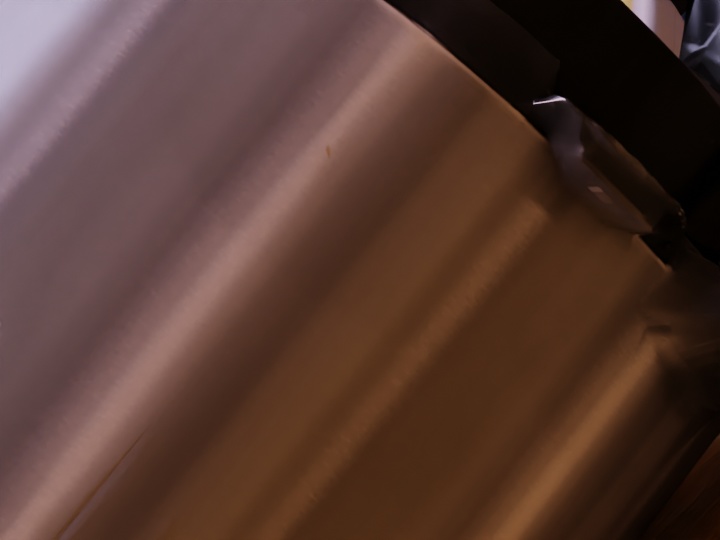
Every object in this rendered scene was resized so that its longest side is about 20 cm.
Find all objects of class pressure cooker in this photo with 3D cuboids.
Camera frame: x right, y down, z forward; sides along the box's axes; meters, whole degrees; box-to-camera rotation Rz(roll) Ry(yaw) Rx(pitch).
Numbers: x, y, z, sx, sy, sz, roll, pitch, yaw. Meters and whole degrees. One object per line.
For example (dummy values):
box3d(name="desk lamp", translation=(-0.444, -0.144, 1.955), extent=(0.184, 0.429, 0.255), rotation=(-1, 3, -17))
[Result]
box3d(name="pressure cooker", translation=(-0.016, 0.001, 0.546), extent=(0.200, 0.176, 0.179), rotation=(-52, 8, -10))

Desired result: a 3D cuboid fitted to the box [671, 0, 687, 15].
box3d(name="box", translation=(0.144, -0.130, 0.989), extent=(0.200, 0.049, 0.161), rotation=(-20, -15, -36))

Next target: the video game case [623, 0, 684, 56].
box3d(name="video game case", translation=(-0.002, 0.023, 0.722), extent=(0.182, 0.023, 0.200), rotation=(-28, 25, 22))

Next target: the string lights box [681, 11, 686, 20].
box3d(name="string lights box", translation=(0.165, -0.107, 0.830), extent=(0.200, 0.059, 0.103), rotation=(-47, -1, 33))
